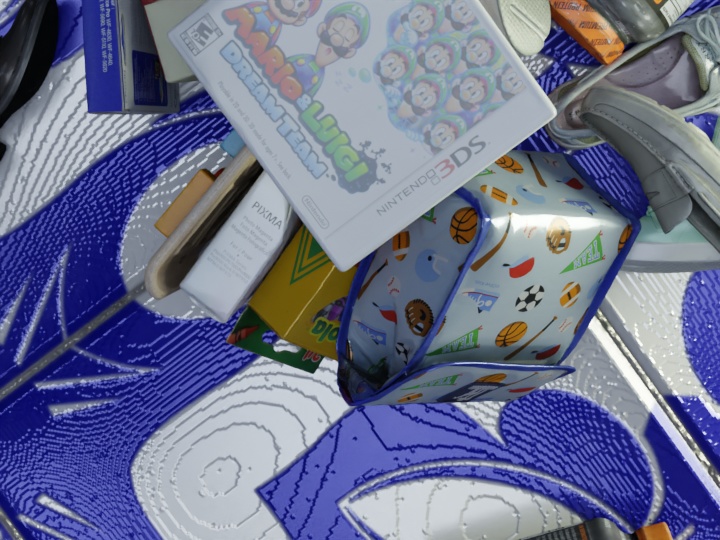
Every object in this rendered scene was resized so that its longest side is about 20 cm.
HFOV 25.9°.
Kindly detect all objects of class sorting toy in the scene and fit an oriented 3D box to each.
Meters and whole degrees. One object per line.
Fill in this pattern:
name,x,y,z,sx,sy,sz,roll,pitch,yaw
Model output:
sorting toy,-0.092,-0.075,1.161,0.036,0.185,0.201,36,95,0

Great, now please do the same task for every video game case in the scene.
video game case,0.001,-0.131,1.040,0.182,0.024,0.201,-36,95,10

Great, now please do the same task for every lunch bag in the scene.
lunch bag,0.087,0.020,1.157,0.124,0.169,0.201,51,126,40

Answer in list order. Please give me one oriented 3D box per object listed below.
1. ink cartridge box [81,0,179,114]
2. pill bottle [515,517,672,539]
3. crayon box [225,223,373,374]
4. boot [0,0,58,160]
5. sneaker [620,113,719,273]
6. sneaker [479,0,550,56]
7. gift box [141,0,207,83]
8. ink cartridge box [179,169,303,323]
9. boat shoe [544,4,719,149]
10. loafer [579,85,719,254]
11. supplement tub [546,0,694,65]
ink cartridge box,-0.172,-0.165,1.153,0.039,0.200,0.100,-2,94,4
pill bottle,0.154,0.257,1.220,0.198,0.106,0.107,-17,94,6
crayon box,0.000,0.000,1.195,0.051,0.127,0.201,41,100,35
boot,-0.348,-0.162,1.232,0.173,0.069,0.201,30,99,0
sneaker,0.256,-0.061,1.203,0.199,0.074,0.119,-4,83,11
sneaker,0.078,-0.246,1.130,0.080,0.070,0.202,-12,83,48
gift box,-0.051,-0.250,1.150,0.185,0.200,0.186,-15,99,21
ink cartridge box,-0.050,-0.061,1.173,0.057,0.163,0.200,41,97,-1
boat shoe,0.235,-0.148,1.193,0.201,0.065,0.075,-21,94,6
loafer,0.236,-0.059,1.132,0.200,0.070,0.070,38,85,10
supplement tub,0.218,-0.257,1.155,0.123,0.123,0.200,45,97,-1
